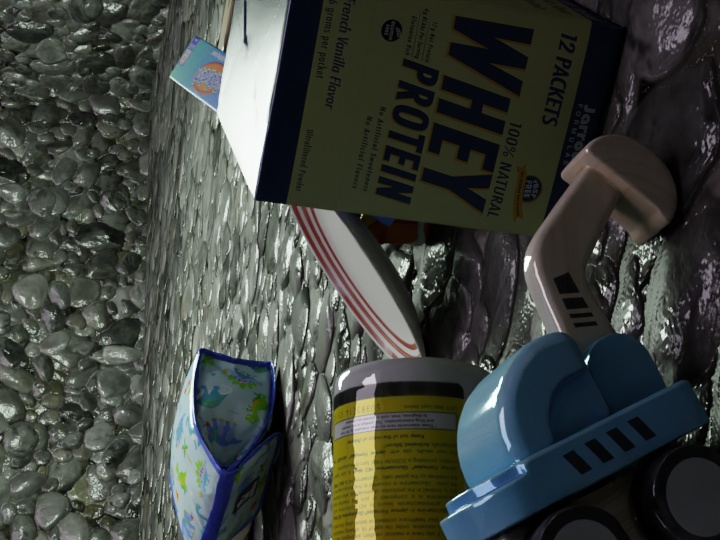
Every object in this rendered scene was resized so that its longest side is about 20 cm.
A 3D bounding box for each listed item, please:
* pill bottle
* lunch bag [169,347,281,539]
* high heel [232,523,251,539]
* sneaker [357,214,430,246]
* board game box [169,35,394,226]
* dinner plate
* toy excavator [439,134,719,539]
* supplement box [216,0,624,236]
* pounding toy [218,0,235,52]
[{"bbox_3d":[0.036,0.166,0.883,0.112,0.111,0.202,133,141,-67],"label":"pill bottle"},{"bbox_3d":[-0.167,0.225,1.617,0.201,0.126,0.171,-88,12,-52],"label":"lunch bag"},{"bbox_3d":[-0.191,0.355,1.754,0.142,0.071,0.202,148,117,-64],"label":"high heel"},{"bbox_3d":[0.002,-0.058,1.165,0.200,0.076,0.074,-178,94,-76],"label":"sneaker"},{"bbox_3d":[-0.058,-0.113,1.061,0.045,0.152,0.200,-56,27,3],"label":"board game box"},{"bbox_3d":[0.000,0.000,1.079,0.201,0.024,0.200,53,167,17],"label":"dinner plate"},{"bbox_3d":[0.106,0.048,0.654,0.201,0.193,0.100,63,157,10],"label":"toy excavator"},{"bbox_3d":[0.026,-0.124,0.852,0.200,0.198,0.135,-120,39,-65],"label":"supplement box"},{"bbox_3d":[-0.023,-0.220,1.161,0.142,0.182,0.202,159,122,-79],"label":"pounding toy"}]
